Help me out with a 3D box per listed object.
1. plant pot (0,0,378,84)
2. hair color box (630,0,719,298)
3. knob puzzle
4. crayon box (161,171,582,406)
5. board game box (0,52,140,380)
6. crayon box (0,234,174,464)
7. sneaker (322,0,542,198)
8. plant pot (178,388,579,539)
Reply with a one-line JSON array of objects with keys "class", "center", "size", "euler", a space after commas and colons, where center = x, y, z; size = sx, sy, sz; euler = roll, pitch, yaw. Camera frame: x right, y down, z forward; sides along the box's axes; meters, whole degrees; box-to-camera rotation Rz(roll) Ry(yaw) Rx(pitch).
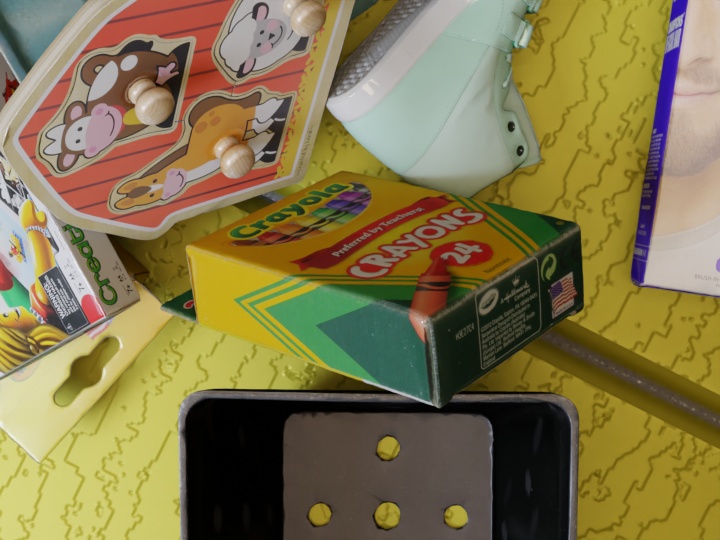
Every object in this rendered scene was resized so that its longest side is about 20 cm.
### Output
[{"class": "plant pot", "center": [-0.106, -0.167, 0.838], "size": [0.196, 0.200, 0.200], "euler": [-29, 91, -4]}, {"class": "hair color box", "center": [0.227, -0.082, 0.881], "size": [0.109, 0.065, 0.200], "euler": [8, 92, 3]}, {"class": "knob puzzle", "center": [-0.087, -0.083, 0.767], "size": [0.220, 0.220, 0.030], "euler": [-43, 61, 4]}, {"class": "crayon box", "center": [0.000, 0.000, 0.810], "size": [0.200, 0.127, 0.051], "euler": [15, 122, 39]}, {"class": "board game box", "center": [-0.215, -0.044, 0.839], "size": [0.126, 0.035, 0.200], "euler": [-28, 92, 37]}, {"class": "crayon box", "center": [-0.220, 0.003, 0.914], "size": [0.200, 0.051, 0.127], "euler": [43, 95, 1]}, {"class": "sneaker", "center": [0.080, -0.127, 0.891], "size": [0.200, 0.074, 0.118], "euler": [-47, 115, -10]}, {"class": "plant pot", "center": [0.013, 0.156, 0.848], "size": [0.199, 0.177, 0.200], "euler": [0, 92, 3]}]
